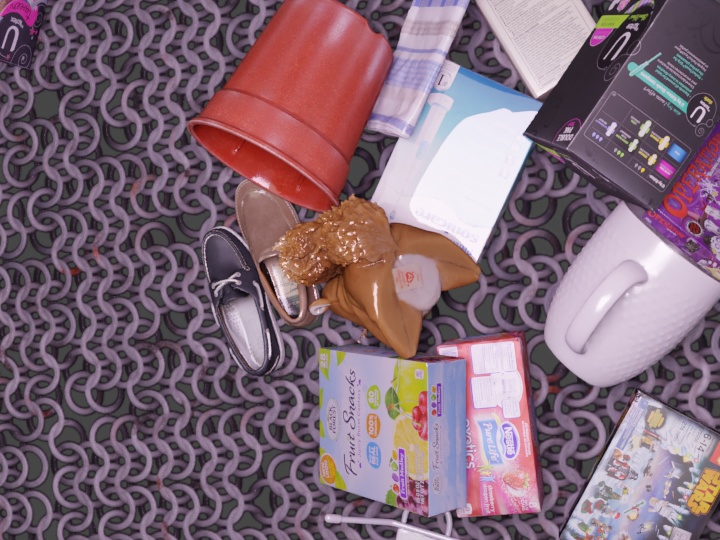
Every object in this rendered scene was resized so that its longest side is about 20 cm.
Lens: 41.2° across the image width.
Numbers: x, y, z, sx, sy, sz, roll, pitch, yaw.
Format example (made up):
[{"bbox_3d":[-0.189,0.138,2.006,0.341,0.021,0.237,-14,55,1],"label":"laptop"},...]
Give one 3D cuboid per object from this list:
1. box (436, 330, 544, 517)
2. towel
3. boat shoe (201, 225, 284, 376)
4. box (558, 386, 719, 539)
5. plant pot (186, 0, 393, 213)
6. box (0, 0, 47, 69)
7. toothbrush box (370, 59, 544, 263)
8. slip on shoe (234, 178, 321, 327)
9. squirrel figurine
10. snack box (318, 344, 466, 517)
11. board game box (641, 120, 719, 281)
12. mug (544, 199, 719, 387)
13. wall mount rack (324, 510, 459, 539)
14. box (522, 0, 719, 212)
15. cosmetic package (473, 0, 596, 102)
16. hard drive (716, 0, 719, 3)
[{"bbox_3d":[0.154,0.177,1.122,0.099,0.095,0.202,-7,89,14],"label":"box"},{"bbox_3d":[0.065,-0.250,1.118,0.024,0.147,0.201,22,96,-21],"label":"towel"},{"bbox_3d":[-0.152,0.037,1.209,0.075,0.060,0.201,-28,85,12],"label":"boat shoe"},{"bbox_3d":[0.335,0.256,1.110,0.136,0.040,0.201,27,97,10],"label":"box"},{"bbox_3d":[-0.068,-0.201,1.116,0.199,0.201,0.196,26,81,11],"label":"plant pot"},{"bbox_3d":[-0.512,-0.339,1.214,0.131,0.200,0.116,19,97,12],"label":"box"},{"bbox_3d":[0.116,-0.127,1.130,0.145,0.085,0.201,25,96,10],"label":"toothbrush box"},{"bbox_3d":[-0.107,-0.023,1.197,0.075,0.061,0.202,-19,87,13],"label":"slip on shoe"},{"bbox_3d":[0.000,0.000,1.110,0.200,0.186,0.142,43,70,-19],"label":"squirrel figurine"},{"bbox_3d":[0.033,0.178,1.113,0.199,0.067,0.170,0,92,52],"label":"snack box"},{"bbox_3d":[0.398,-0.080,1.031,0.120,0.032,0.200,38,56,12],"label":"board game box"},{"bbox_3d":[0.280,0.036,1.039,0.148,0.200,0.176,44,110,21],"label":"mug"},{"bbox_3d":[0.035,0.370,1.164,0.172,0.075,0.202,12,93,13],"label":"wall mount rack"},{"bbox_3d":[0.291,-0.186,1.002,0.124,0.149,0.201,31,98,-14],"label":"box"},{"bbox_3d":[0.197,-0.305,1.115,0.103,0.073,0.201,-30,84,11],"label":"cosmetic package"},{"bbox_3d":[0.406,-0.351,1.083,0.138,0.038,0.202,-3,91,13],"label":"hard drive"}]
